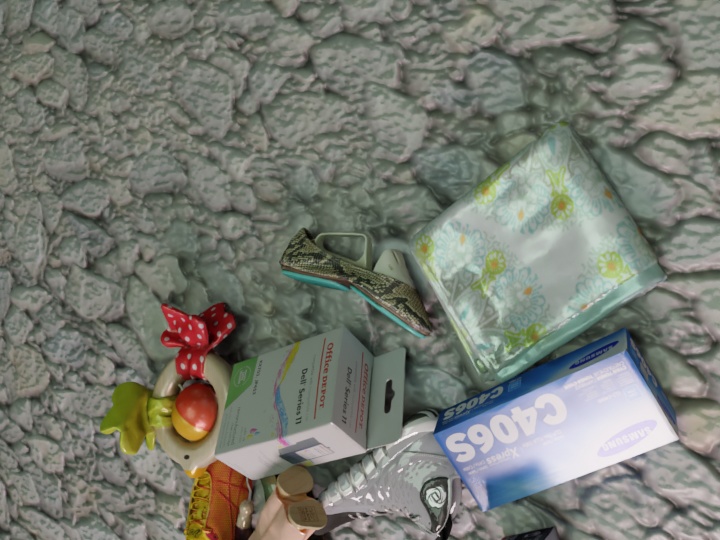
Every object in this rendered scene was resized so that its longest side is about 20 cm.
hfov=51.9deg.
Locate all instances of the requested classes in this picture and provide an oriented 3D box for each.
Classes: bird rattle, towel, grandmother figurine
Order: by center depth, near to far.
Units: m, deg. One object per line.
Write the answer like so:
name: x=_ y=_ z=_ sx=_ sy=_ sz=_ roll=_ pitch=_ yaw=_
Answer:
towel: x=0.156 y=-0.011 z=0.696 sx=0.199 sy=0.048 sz=0.173 roll=-37 pitch=74 yaw=25
grandmother figurine: x=-0.102 y=0.303 z=0.773 sx=0.202 sy=0.060 sz=0.122 roll=-57 pitch=36 yaw=29
bird rattle: x=-0.197 y=0.145 z=0.874 sx=0.163 sy=0.112 sz=0.201 roll=43 pitch=94 yaw=24

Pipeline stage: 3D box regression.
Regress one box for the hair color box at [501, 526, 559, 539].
hair color box: x=0.171 y=0.350 z=0.661 sx=0.060 sy=0.101 sz=0.204 roll=-22 pitch=79 yaw=27

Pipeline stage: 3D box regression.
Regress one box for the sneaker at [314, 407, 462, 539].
sneaker: x=0.033 y=0.244 z=0.756 sx=0.200 sy=0.075 sz=0.116 roll=-45 pitch=72 yaw=21

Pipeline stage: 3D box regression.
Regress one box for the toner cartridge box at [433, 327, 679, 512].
toner cartridge box: x=0.173 y=0.140 z=0.672 sx=0.198 sy=0.043 sz=0.096 roll=-31 pitch=100 yaw=26

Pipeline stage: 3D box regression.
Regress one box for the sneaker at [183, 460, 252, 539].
sneaker: x=-0.170 y=0.282 z=0.868 sx=0.072 sy=0.077 sz=0.205 roll=-19 pitch=72 yaw=29

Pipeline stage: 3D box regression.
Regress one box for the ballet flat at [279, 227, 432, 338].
ballet flat: x=0.000 y=0.000 z=0.781 sx=0.197 sy=0.068 sz=0.077 roll=23 pitch=86 yaw=30

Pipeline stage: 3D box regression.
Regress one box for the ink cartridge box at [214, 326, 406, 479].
ink cartridge box: x=-0.052 y=0.136 z=0.776 sx=0.197 sy=0.067 sz=0.119 roll=-21 pitch=43 yaw=28

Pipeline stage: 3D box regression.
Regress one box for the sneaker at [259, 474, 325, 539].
sneaker: x=-0.087 y=0.305 z=0.826 sx=0.089 sy=0.067 sz=0.204 roll=-30 pitch=79 yaw=21
